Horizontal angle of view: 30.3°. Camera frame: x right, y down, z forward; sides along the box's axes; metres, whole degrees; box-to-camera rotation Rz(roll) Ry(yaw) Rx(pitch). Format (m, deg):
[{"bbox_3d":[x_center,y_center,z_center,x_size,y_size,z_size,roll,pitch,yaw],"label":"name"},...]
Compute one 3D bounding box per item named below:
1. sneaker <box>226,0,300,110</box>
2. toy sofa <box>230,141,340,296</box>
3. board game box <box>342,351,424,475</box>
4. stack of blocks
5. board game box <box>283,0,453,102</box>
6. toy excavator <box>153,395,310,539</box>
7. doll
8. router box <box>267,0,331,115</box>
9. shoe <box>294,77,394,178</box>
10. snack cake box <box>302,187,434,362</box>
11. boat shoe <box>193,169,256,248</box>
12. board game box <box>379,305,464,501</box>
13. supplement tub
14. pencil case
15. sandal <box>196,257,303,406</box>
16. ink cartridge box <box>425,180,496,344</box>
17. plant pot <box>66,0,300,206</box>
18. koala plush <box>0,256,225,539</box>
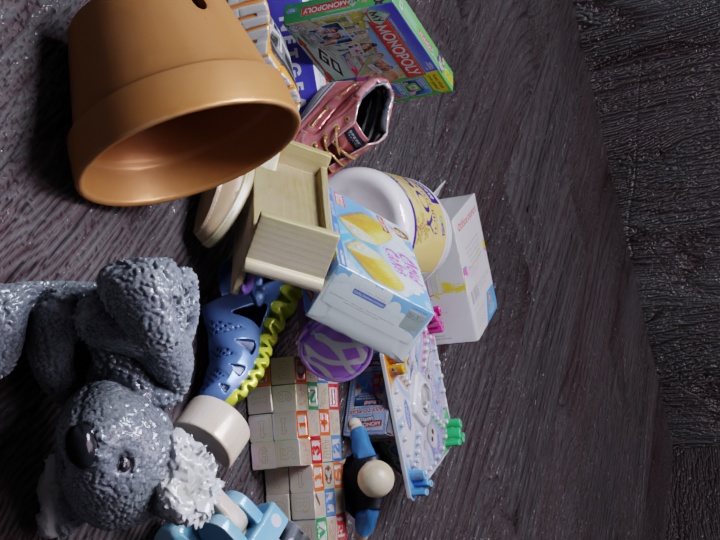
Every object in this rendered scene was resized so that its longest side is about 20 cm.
[{"bbox_3d":[-0.122,-0.253,1.430,0.077,0.078,0.201,-93,166,-49],"label":"sneaker"},{"bbox_3d":[-0.077,-0.049,1.334,0.200,0.082,0.098,-99,-153,-60],"label":"toy sofa"},{"bbox_3d":[0.040,0.169,1.717,0.200,0.061,0.201,-72,148,-45],"label":"board game box"},{"bbox_3d":[-0.068,0.196,1.433,0.115,0.058,0.201,12,72,-68],"label":"stack of blocks"},{"bbox_3d":[0.013,-0.256,1.543,0.200,0.134,0.029,44,44,-57],"label":"board game box"},{"bbox_3d":[-0.129,0.212,1.143,0.200,0.194,0.100,50,43,-16],"label":"toy excavator"},{"bbox_3d":[0.001,0.234,1.495,0.200,0.048,0.137,129,-42,-77],"label":"doll"},{"bbox_3d":[-0.045,-0.244,1.643,0.179,0.049,0.201,-24,106,-68],"label":"router box"},{"bbox_3d":[-0.037,-0.141,1.501,0.072,0.091,0.201,49,57,-31],"label":"shoe"},{"bbox_3d":[0.000,0.000,1.376,0.115,0.067,0.200,26,20,-18],"label":"snack cake box"},{"bbox_3d":[-0.144,-0.118,1.344,0.064,0.071,0.201,25,59,-24],"label":"boat shoe"},{"bbox_3d":[0.084,0.165,1.711,0.200,0.026,0.201,-38,119,-65],"label":"board game box"},{"bbox_3d":[0.025,-0.047,1.630,0.200,0.144,0.146,2,81,-68],"label":"supplement tub"},{"bbox_3d":[-0.036,0.043,1.444,0.085,0.084,0.200,35,13,-20],"label":"pencil case"},{"bbox_3d":[-0.127,0.061,1.326,0.087,0.079,0.201,38,45,-16],"label":"sandal"},{"bbox_3d":[0.100,-0.012,1.837,0.129,0.124,0.201,-46,126,-64],"label":"ink cartridge box"},{"bbox_3d":[-0.167,-0.159,1.139,0.200,0.199,0.141,11,56,-68],"label":"plant pot"},{"bbox_3d":[-0.187,0.104,1.015,0.184,0.176,0.201,16,65,-78],"label":"koala plush"}]
